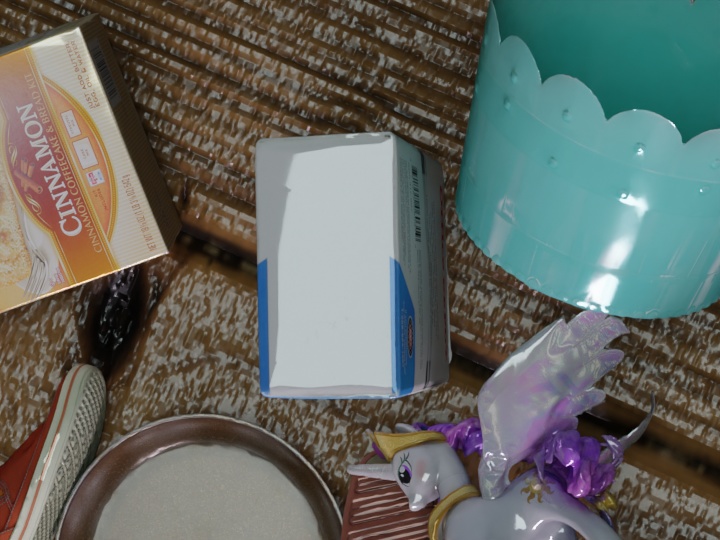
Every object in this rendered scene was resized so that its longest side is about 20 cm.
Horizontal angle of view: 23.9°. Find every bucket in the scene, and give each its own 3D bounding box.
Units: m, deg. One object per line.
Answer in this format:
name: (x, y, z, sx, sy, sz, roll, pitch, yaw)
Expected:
bucket: (0.155, -0.078, 0.994, 0.206, 0.207, 0.136, 20, 124, 8)

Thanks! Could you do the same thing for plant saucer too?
plant saucer: (-0.102, 0.194, 1.113, 0.198, 0.032, 0.202, 0, 89, 8)

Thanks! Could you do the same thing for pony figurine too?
pony figurine: (0.102, 0.135, 1.002, 0.192, 0.167, 0.201, -28, 50, 4)

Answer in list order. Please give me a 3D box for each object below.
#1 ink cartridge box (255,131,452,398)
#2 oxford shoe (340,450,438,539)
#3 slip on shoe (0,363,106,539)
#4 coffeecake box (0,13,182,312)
ink cartridge box: (0.000, 0.000, 1.021, 0.084, 0.200, 0.147, -2, 88, 10)
oxford shoe: (0.029, 0.214, 1.079, 0.070, 0.074, 0.202, -9, 67, 6)
slip on shoe: (-0.225, 0.149, 1.114, 0.061, 0.074, 0.201, 28, 97, 11)
coffeecake box: (-0.238, -0.057, 1.099, 0.198, 0.073, 0.155, -19, 104, 7)
